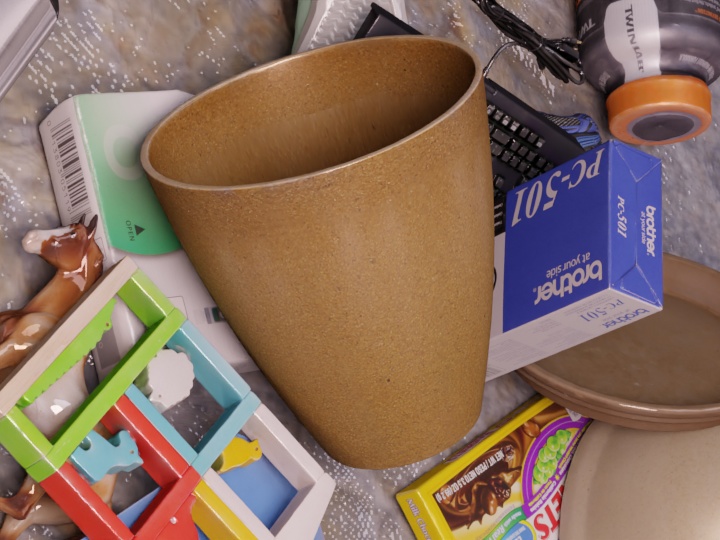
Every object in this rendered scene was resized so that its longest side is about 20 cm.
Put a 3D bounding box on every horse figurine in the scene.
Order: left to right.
[{"bbox_3d":[-0.172,0.078,1.072,0.132,0.050,0.201,-12,81,-41],"label":"horse figurine"}]

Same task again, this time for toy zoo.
[{"bbox_3d":[-0.091,0.104,1.068,0.200,0.020,0.131,49,44,-10],"label":"toy zoo"}]

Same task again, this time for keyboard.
[{"bbox_3d":[0.070,-0.104,1.244,0.200,0.021,0.127,28,94,-42],"label":"keyboard"}]

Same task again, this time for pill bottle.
[{"bbox_3d":[0.202,-0.191,1.448,0.106,0.106,0.201,13,65,-35],"label":"pill bottle"}]

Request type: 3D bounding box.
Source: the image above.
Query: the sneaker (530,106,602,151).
[{"bbox_3d":[0.078,-0.094,1.332,0.200,0.075,0.079,-2,71,-42],"label":"sneaker"}]

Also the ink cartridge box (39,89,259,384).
[{"bbox_3d":[-0.076,-0.022,1.194,0.200,0.050,0.161,-8,78,-39],"label":"ink cartridge box"}]

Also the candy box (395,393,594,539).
[{"bbox_3d":[0.112,0.139,1.298,0.200,0.026,0.102,-31,97,-42],"label":"candy box"}]

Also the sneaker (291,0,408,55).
[{"bbox_3d":[-0.003,-0.151,1.280,0.074,0.118,0.201,6,94,1],"label":"sneaker"}]

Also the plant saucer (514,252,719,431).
[{"bbox_3d":[0.173,0.043,1.309,0.200,0.200,0.030,-22,131,-42],"label":"plant saucer"}]

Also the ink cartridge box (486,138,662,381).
[{"bbox_3d":[0.093,0.004,1.218,0.044,0.200,0.094,20,61,-32],"label":"ink cartridge box"}]

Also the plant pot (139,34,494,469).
[{"bbox_3d":[0.000,0.000,1.127,0.186,0.186,0.200,-41,123,-41],"label":"plant pot"}]

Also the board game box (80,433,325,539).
[{"bbox_3d":[-0.093,0.187,1.100,0.200,0.039,0.158,-32,108,-45],"label":"board game box"}]

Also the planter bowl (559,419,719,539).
[{"bbox_3d":[0.239,0.168,1.295,0.200,0.135,0.201,9,76,-41],"label":"planter bowl"}]

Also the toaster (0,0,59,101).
[{"bbox_3d":[-0.257,-0.112,0.994,0.200,0.181,0.119,40,55,-19],"label":"toaster"}]
